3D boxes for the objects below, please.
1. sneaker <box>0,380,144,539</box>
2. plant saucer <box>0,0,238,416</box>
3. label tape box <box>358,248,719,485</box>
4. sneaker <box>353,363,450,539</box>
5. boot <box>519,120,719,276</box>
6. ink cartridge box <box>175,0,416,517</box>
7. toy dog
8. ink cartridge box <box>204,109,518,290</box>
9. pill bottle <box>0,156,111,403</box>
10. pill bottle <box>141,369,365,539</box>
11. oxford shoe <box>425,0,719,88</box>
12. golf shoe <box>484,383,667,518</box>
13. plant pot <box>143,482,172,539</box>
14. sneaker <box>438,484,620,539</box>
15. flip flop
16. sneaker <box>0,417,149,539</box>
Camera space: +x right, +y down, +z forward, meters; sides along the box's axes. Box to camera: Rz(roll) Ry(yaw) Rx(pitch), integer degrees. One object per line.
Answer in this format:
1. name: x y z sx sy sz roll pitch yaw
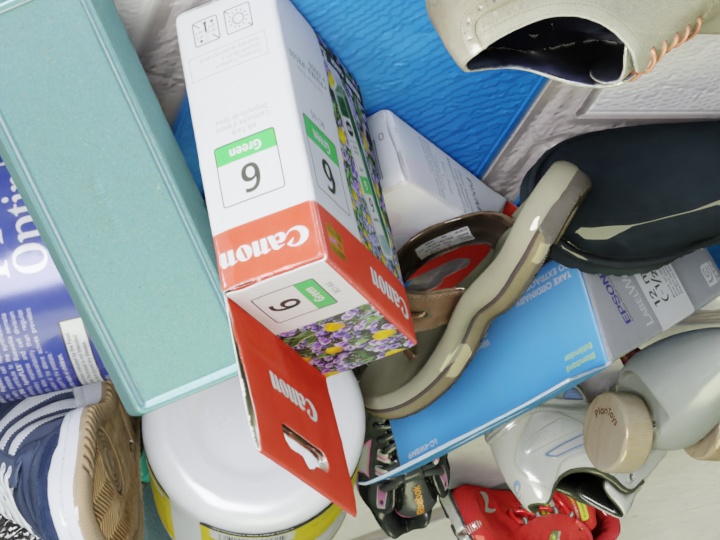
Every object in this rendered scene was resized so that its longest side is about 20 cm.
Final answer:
1. sneaker: -0.161 0.094 0.921 0.108 0.200 0.071 -17 110 0
2. plant saucer: -0.103 -0.030 0.815 0.069 0.019 0.201 -22 113 2
3. label tape box: 0.089 0.036 1.043 0.143 0.066 0.199 -32 173 34
4. sneaker: 0.029 0.102 1.204 0.080 0.087 0.200 -15 154 -2
5. boot: 0.193 -0.071 0.950 0.199 0.077 0.168 -4 155 -26
6. ink cartridge box: -0.020 -0.009 0.832 0.050 0.201 0.109 -20 153 14
7. toy dog: 0.203 0.035 1.182 0.131 0.097 0.200 18 125 -43
8. ink cartridge box: 0.000 0.000 1.036 0.162 0.057 0.200 -25 147 22
9. pill bottle: -0.172 0.006 0.891 0.198 0.113 0.112 -12 154 -3
10. pill bottle: -0.057 0.102 1.050 0.111 0.113 0.200 -10 162 -7
11. oxford shoe: 0.116 -0.108 0.844 0.198 0.074 0.071 -3 152 -21
12. golf shoe: 0.168 0.120 1.297 0.198 0.098 0.078 0 150 -28
13. plant pot: -0.188 0.214 1.198 0.194 0.201 0.197 -16 153 7
14. sneaker: 0.127 0.178 1.438 0.085 0.077 0.200 -37 154 20
15. flip flop: 0.044 0.004 0.947 0.057 0.081 0.200 32 145 -4
16. sneaker: -0.167 0.119 1.061 0.083 0.201 0.121 23 163 7
